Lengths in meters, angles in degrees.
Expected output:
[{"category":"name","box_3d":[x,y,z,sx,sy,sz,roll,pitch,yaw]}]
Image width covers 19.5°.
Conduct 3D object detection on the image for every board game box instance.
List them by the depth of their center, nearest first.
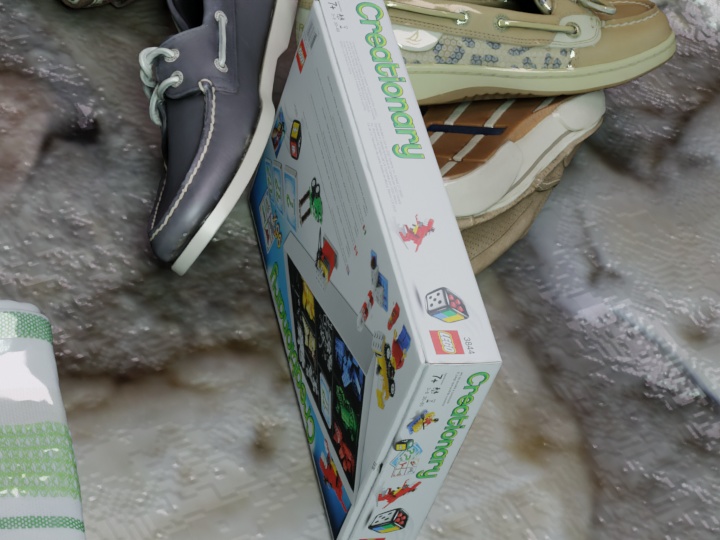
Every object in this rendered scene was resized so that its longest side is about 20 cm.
[{"category":"board game box","box_3d":[0.000,0.000,0.865,0.034,0.126,0.200,0,49,-20]}]

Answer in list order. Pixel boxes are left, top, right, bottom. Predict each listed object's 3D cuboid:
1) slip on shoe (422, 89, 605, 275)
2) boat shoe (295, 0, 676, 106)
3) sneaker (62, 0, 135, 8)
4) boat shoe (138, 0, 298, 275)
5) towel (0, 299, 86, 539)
[{"category":"slip on shoe","box_3d":[0.062,-0.045,0.983,0.076,0.061,0.200,4,22,21]},{"category":"boat shoe","box_3d":[0.063,-0.116,0.992,0.199,0.063,0.073,-9,17,-27]},{"category":"sneaker","box_3d":[-0.116,-0.157,1.023,0.199,0.070,0.076,7,70,-15]},{"category":"boat shoe","box_3d":[-0.076,-0.078,0.937,0.063,0.073,0.200,29,40,-17]},{"category":"towel","box_3d":[-0.174,0.091,0.783,0.149,0.031,0.200,-1,50,-20]}]
